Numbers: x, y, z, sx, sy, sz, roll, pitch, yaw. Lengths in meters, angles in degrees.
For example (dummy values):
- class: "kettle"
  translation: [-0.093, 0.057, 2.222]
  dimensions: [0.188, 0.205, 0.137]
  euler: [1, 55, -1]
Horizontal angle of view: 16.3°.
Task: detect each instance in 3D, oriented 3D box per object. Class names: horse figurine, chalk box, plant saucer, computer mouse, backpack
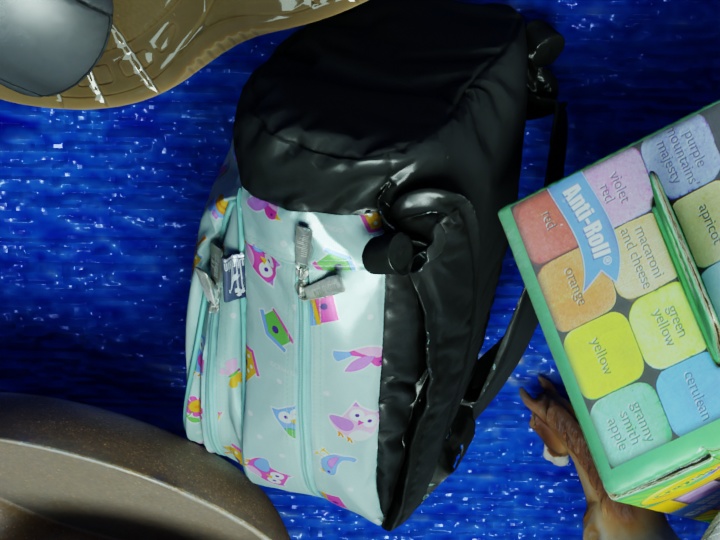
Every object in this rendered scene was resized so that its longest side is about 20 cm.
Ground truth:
- class: "horse figurine"
  translation: [0.126, 0.149, 1.075]
  dimensions: [0.050, 0.200, 0.133]
  euler: [-18, 128, 0]
- class: "chalk box"
  translation: [0.142, 0.014, 0.961]
  dimensions: [0.124, 0.125, 0.200]
  euler: [-26, 159, 20]
- class: "plant saucer"
  translation: [-0.117, 0.100, 1.102]
  dimensions: [0.199, 0.035, 0.200]
  euler: [14, 156, 6]
- class: "computer mouse"
  translation: [-0.196, -0.130, 0.973]
  dimensions: [0.140, 0.046, 0.200]
  euler: [-39, 88, 26]
- class: "backpack"
  translation: [0.000, 0.000, 1.018]
  dimensions: [0.126, 0.167, 0.201]
  euler: [21, 126, 21]

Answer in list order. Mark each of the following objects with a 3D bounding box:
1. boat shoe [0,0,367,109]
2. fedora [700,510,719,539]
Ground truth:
- class: "boat shoe"
  translation: [-0.069, -0.116, 0.996]
  dimensions: [0.199, 0.063, 0.074]
  euler: [-12, 113, 16]
- class: "fedora"
  translation: [0.180, 0.124, 0.914]
  dimensions: [0.200, 0.177, 0.090]
  euler: [-29, 131, 33]
